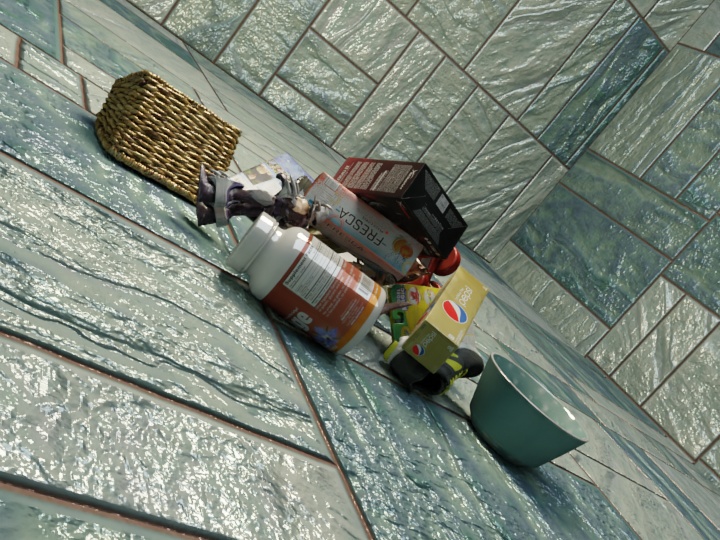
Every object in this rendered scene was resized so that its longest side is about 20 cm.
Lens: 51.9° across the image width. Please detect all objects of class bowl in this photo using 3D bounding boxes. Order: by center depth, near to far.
[{"bbox_3d":[0.253,0.237,1.185,0.201,0.105,0.201,37,12,-9],"label":"bowl"}]

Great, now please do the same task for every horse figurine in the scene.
[{"bbox_3d":[0.000,0.000,1.245,0.200,0.050,0.133,-9,33,-18],"label":"horse figurine"}]

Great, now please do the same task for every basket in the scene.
[{"bbox_3d":[-0.316,-0.195,1.168,0.143,0.149,0.200,3,-19,45],"label":"basket"}]

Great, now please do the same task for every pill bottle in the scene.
[{"bbox_3d":[-0.074,0.015,0.987,0.200,0.112,0.112,37,11,-10],"label":"pill bottle"}]

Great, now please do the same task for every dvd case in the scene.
[{"bbox_3d":[-0.148,-0.144,1.389,0.143,0.018,0.200,46,36,4],"label":"dvd case"}]

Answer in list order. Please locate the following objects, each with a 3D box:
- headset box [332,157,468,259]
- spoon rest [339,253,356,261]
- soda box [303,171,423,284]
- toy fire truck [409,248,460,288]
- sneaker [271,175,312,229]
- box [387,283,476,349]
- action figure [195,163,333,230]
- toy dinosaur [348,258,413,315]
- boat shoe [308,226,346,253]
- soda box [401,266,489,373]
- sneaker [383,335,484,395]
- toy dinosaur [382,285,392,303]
[{"bbox_3d":[0.050,-0.104,1.195,0.200,0.077,0.149,13,-29,46],"label":"headset box"},{"bbox_3d":[-0.038,-0.076,1.344,0.200,0.099,0.061,56,-24,22],"label":"spoon rest"},{"bbox_3d":[-0.004,-0.065,1.163,0.200,0.064,0.068,37,-19,-4],"label":"soda box"},{"bbox_3d":[0.087,-0.011,1.447,0.168,0.200,0.112,15,-16,35],"label":"toy fire truck"},{"bbox_3d":[-0.121,-0.092,1.299,0.091,0.076,0.200,47,37,-18],"label":"sneaker"},{"bbox_3d":[0.114,0.088,1.245,0.200,0.048,0.118,10,71,-46],"label":"box"},{"bbox_3d":[-0.135,-0.098,1.070,0.200,0.130,0.069,6,64,-13],"label":"action figure"},{"bbox_3d":[-0.027,0.027,1.113,0.200,0.086,0.136,32,10,16],"label":"toy dinosaur"},{"bbox_3d":[-0.056,-0.067,1.239,0.073,0.063,0.201,30,34,25],"label":"boat shoe"},{"bbox_3d":[0.135,0.071,1.146,0.064,0.068,0.200,39,33,2],"label":"soda box"},{"bbox_3d":[0.122,0.160,1.157,0.200,0.074,0.085,10,42,-37],"label":"sneaker"},{"bbox_3d":[0.031,0.042,1.321,0.200,0.048,0.088,11,20,-16],"label":"toy dinosaur"}]
